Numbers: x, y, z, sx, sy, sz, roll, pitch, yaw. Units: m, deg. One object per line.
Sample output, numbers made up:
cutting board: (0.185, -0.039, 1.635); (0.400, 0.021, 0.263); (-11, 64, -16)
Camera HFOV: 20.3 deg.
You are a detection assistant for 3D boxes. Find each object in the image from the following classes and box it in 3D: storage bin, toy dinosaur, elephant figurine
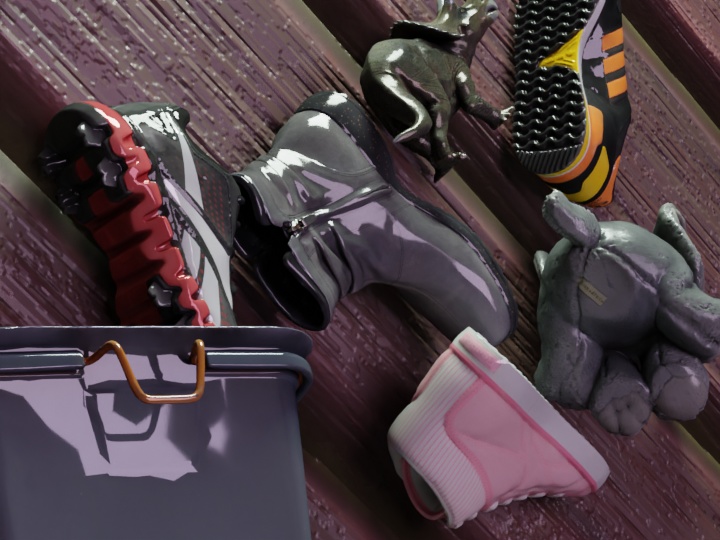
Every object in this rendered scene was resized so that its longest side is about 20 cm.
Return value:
storage bin: (-0.110, 0.110, 0.962); (0.199, 0.146, 0.135); (0, 62, -28)
toy dinosaur: (0.035, -0.111, 1.269); (0.102, 0.077, 0.200); (49, 36, -1)
elephant figurine: (0.175, 0.026, 1.334); (0.200, 0.141, 0.156); (-50, 157, -75)

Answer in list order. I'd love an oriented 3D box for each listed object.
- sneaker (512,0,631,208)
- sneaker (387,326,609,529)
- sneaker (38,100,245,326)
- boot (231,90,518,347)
sneaker: (0.156, -0.138, 1.420); (0.090, 0.070, 0.201); (40, 50, -46)
sneaker: (0.079, 0.116, 1.250); (0.105, 0.075, 0.200); (-50, 144, -2)
sneaker: (-0.098, -0.006, 1.110); (0.098, 0.071, 0.202); (-23, 91, -44)
boot: (0.000, 0.000, 1.205); (0.200, 0.070, 0.132); (46, 42, -8)
